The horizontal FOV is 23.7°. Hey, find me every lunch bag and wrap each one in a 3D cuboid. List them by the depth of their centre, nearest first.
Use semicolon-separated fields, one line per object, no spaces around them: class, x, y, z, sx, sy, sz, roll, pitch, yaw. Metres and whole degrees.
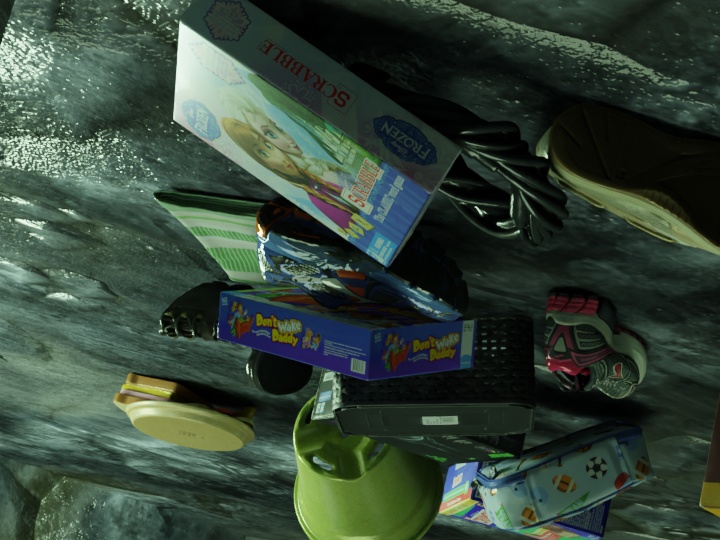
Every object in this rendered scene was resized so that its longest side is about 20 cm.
lunch bag;0.224;0.230;1.940;0.199;0.076;0.160;-18;-178;-4

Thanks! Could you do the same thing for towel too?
towel;-0.093;-0.022;1.629;0.152;0.024;0.200;9;163;20

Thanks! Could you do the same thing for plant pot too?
plant pot;-0.005;0.242;2.178;0.199;0.201;0.185;9;151;17

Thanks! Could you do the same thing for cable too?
cable;0.077;-0.080;1.205;0.200;0.051;0.163;38;164;-35

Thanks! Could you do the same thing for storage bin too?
storage bin;0.074;0.107;1.719;0.199;0.094;0.135;0;162;4

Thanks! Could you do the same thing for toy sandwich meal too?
toy sandwich meal;-0.240;0.196;2.405;0.204;0.071;0.205;9;160;3

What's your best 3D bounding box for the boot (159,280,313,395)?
boot;-0.124;0.063;1.724;0.173;0.070;0.200;4;-159;21

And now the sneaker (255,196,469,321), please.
sneaker;0.000;0.000;1.501;0.199;0.075;0.079;21;132;4

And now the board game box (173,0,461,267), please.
board game box;-0.038;-0.096;1.191;0.199;0.041;0.200;35;164;3

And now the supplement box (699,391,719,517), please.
supplement box;0.400;0.115;1.354;0.132;0.201;0.197;27;160;-38

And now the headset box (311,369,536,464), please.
headset box;0.076;0.148;1.927;0.199;0.093;0.174;21;163;-24

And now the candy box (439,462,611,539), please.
candy box;0.229;0.322;2.402;0.199;0.077;0.169;17;164;-7

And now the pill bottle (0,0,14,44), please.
pill bottle;-0.283;-0.144;1.069;0.113;0.201;0.114;12;164;4

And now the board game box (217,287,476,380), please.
board game box;-0.014;0.053;1.545;0.134;0.045;0.199;-3;-169;-45

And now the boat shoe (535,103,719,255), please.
boat shoe;0.217;-0.055;1.190;0.199;0.073;0.065;22;168;-5

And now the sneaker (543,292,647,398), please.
sneaker;0.215;0.085;1.636;0.080;0.075;0.200;5;162;28
